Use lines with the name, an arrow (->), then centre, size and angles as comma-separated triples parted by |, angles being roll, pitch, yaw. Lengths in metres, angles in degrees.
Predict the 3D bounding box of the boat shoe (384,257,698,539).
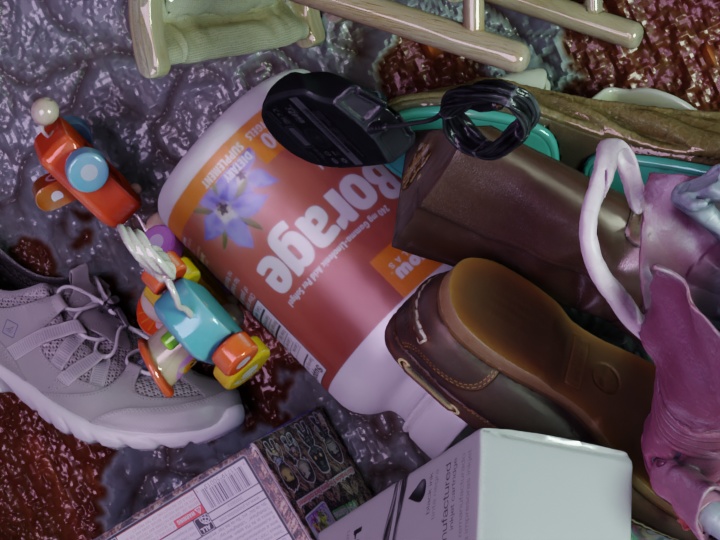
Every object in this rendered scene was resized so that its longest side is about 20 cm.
boat shoe -> 0.103, 0.069, 1.355 | 0.200, 0.070, 0.070 | 39, 137, -11

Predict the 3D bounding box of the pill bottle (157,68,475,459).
pill bottle -> 0.000, 0.000, 1.432 | 0.200, 0.112, 0.112 | 45, 112, 9

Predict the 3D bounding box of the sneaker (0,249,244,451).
sneaker -> -0.153, 0.040, 1.522 | 0.200, 0.075, 0.082 | 19, 108, 19

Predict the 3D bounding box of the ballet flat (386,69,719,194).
ballet flat -> 0.108, -0.068, 1.388 | 0.200, 0.072, 0.068 | 7, 132, 11

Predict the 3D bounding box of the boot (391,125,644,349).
boot -> 0.122, -0.035, 1.314 | 0.200, 0.064, 0.186 | 27, 134, -3

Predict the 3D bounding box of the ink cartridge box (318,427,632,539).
ink cartridge box -> 0.048, 0.175, 1.329 | 0.200, 0.086, 0.146 | 142, 136, -58

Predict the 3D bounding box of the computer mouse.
computer mouse -> 0.020, -0.078, 1.304 | 0.059, 0.034, 0.200 | 46, 155, -28

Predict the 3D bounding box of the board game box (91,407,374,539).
board game box -> -0.048, 0.203, 1.496 | 0.159, 0.097, 0.200 | -32, 87, 24

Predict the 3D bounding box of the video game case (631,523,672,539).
video game case -> 0.178, 0.159, 1.394 | 0.182, 0.024, 0.200 | -8, 90, 3

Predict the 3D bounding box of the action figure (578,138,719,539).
action figure -> 0.152, 0.058, 1.249 | 0.149, 0.134, 0.200 | 17, 141, 9

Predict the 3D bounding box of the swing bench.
swing bench -> 0.015, -0.164, 1.350 | 0.200, 0.199, 0.130 | 2, 100, 22

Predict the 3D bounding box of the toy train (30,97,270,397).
toy train -> -0.121, -0.003, 1.447 | 0.056, 0.200, 0.150 | -43, 118, 4
